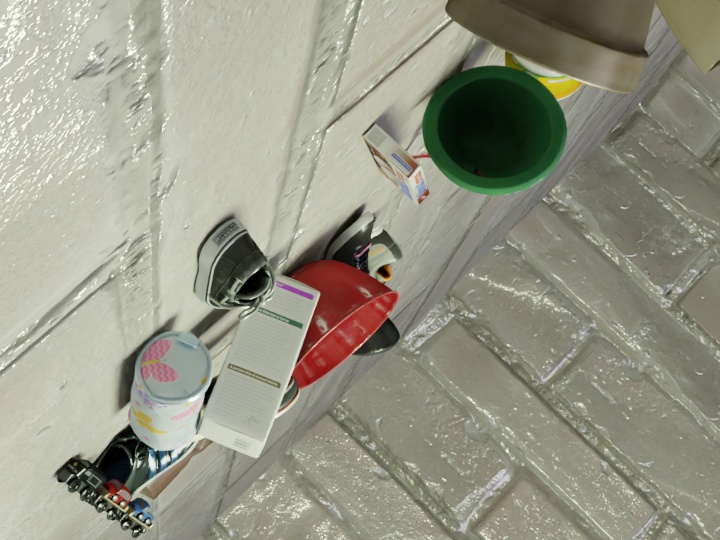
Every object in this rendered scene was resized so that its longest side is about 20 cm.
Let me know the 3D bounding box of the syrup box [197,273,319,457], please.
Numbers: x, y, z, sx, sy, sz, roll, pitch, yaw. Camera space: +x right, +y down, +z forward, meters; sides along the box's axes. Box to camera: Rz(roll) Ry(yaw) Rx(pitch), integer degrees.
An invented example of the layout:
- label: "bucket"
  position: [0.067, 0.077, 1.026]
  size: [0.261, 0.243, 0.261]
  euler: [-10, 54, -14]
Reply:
- label: "syrup box"
  position: [-0.119, 0.109, 1.459]
  size: [0.079, 0.081, 0.200]
  euler: [119, -7, -64]

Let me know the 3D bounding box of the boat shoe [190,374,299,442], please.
- label: "boat shoe"
  position: [-0.172, 0.161, 1.532]
  size: [0.199, 0.071, 0.063]
  euler: [-15, 120, -14]

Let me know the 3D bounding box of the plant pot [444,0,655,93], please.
- label: "plant pot"
  position: [0.202, -0.285, 1.152]
  size: [0.174, 0.200, 0.200]
  euler: [-67, 165, 19]

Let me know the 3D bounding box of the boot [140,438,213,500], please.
- label: "boot"
  position: [-0.263, 0.262, 1.835]
  size: [0.200, 0.064, 0.186]
  euler: [-39, 168, -15]

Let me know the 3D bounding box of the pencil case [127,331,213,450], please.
- label: "pencil case"
  position: [-0.212, 0.137, 1.378]
  size: [0.091, 0.083, 0.200]
  euler: [-49, 174, -24]

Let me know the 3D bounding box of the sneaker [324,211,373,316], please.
- label: "sneaker"
  position: [0.000, 0.000, 1.730]
  size: [0.071, 0.099, 0.200]
  euler: [-38, 168, -37]

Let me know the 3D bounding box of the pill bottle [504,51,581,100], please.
- label: "pill bottle"
  position: [0.238, -0.276, 1.550]
  size: [0.111, 0.111, 0.200]
  euler: [-46, 172, 0]

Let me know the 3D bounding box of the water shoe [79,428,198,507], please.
- label: "water shoe"
  position: [-0.271, 0.227, 1.562]
  size: [0.200, 0.071, 0.079]
  euler: [-48, 165, -4]

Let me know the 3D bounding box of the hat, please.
- label: "hat"
  position: [0.160, -0.145, 1.533]
  size: [0.165, 0.200, 0.176]
  euler: [-36, 158, -7]

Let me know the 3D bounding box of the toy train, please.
- label: "toy train"
  position: [-0.306, 0.278, 1.510]
  size: [0.046, 0.034, 0.200]
  euler: [-50, 146, -14]

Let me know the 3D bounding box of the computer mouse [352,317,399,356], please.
- label: "computer mouse"
  position: [-0.037, 0.083, 1.833]
  size: [0.138, 0.200, 0.053]
  euler: [-41, 127, -51]

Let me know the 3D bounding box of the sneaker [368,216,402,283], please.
- label: "sneaker"
  position: [0.001, 0.005, 1.836]
  size: [0.074, 0.079, 0.200]
  euler: [-43, 173, -35]

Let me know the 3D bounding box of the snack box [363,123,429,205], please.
- label: "snack box"
  position: [0.045, -0.122, 1.456]
  size: [0.024, 0.072, 0.200]
  euler: [-48, 172, 0]

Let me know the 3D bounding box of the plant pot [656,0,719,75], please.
- label: "plant pot"
  position: [0.705, -0.533, 2.436]
  size: [0.200, 0.177, 0.200]
  euler: [-52, 170, 33]

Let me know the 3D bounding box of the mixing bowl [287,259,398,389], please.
- label: "mixing bowl"
  position: [-0.057, 0.058, 1.648]
  size: [0.200, 0.108, 0.200]
  euler: [-38, 167, -11]

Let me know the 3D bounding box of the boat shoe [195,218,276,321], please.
- label: "boat shoe"
  position: [-0.121, 0.010, 1.266]
  size: [0.074, 0.068, 0.199]
  euler: [-43, 171, -21]
